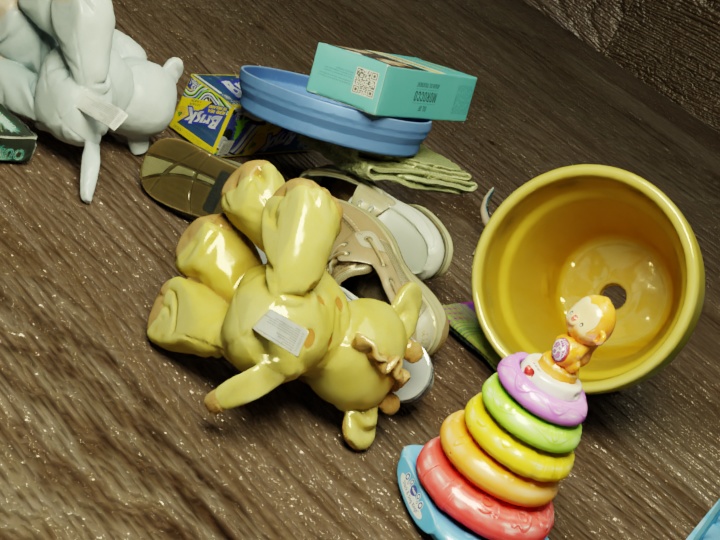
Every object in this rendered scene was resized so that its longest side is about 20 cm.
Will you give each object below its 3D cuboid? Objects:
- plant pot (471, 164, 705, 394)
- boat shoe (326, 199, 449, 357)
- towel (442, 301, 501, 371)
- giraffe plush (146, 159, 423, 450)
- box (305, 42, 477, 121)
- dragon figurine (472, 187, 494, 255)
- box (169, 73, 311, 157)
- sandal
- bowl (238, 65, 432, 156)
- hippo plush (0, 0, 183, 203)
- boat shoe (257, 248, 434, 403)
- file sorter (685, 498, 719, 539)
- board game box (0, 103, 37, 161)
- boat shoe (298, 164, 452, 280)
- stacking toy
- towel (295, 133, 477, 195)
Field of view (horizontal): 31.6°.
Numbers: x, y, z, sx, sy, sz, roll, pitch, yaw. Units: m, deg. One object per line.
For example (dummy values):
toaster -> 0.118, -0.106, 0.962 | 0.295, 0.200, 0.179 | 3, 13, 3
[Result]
plant pot -> 0.223, 0.016, 1.183 | 0.200, 0.201, 0.189 | 37, 7, 21
boat shoe -> 0.000, 0.000, 1.143 | 0.064, 0.072, 0.200 | 5, 33, -47
towel -> 0.170, 0.076, 1.248 | 0.144, 0.023, 0.199 | 43, 26, 30
giraffe plush -> -0.033, 0.037, 0.931 | 0.162, 0.173, 0.200 | 30, 14, -40
box -> 0.035, -0.185, 1.265 | 0.082, 0.049, 0.200 | 23, 15, 26
dragon figurine -> 0.184, -0.016, 1.418 | 0.099, 0.059, 0.200 | 21, 23, -18
box -> -0.116, -0.170, 1.392 | 0.070, 0.065, 0.200 | 36, 22, 21
sandal -> -0.110, -0.054, 1.148 | 0.199, 0.081, 0.054 | 31, 0, 19
bowl -> -0.028, -0.159, 1.279 | 0.199, 0.040, 0.201 | 15, 13, -4
hippo plush -> -0.229, -0.184, 1.156 | 0.200, 0.160, 0.160 | 38, 24, 24
boat shoe -> -0.024, 0.044, 1.041 | 0.199, 0.071, 0.070 | 30, -6, 15
file sorter -> 0.368, 0.211, 1.049 | 0.139, 0.123, 0.200 | 37, 23, 20
board game box -> -0.384, -0.156, 1.082 | 0.200, 0.028, 0.135 | 40, 24, 29
boat shoe -> 0.009, -0.047, 1.269 | 0.068, 0.075, 0.200 | 6, 20, -42
stacking toy -> 0.119, 0.101, 0.885 | 0.109, 0.201, 0.116 | 17, 25, -26
towel -> 0.019, -0.121, 1.341 | 0.148, 0.037, 0.200 | 10, 15, -28
